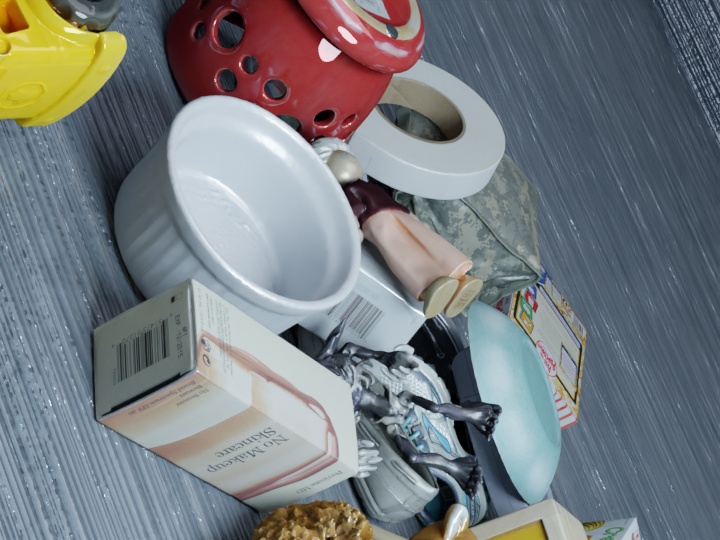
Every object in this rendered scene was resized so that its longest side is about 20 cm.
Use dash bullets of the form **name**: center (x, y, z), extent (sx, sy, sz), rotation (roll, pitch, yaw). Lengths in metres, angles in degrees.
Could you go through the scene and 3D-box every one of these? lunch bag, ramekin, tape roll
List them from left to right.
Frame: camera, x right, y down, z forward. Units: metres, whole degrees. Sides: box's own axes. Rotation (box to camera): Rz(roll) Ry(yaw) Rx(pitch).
- **ramekin**: center (-0.105, -0.034, 1.453), extent (0.200, 0.098, 0.201), rotation (30, 41, -30)
- **tape roll**: center (0.053, -0.153, 1.845), extent (0.202, 0.037, 0.203), rotation (18, 37, -14)
- **lunch bag**: center (0.097, -0.076, 1.923), extent (0.200, 0.117, 0.164), rotation (44, 29, -28)

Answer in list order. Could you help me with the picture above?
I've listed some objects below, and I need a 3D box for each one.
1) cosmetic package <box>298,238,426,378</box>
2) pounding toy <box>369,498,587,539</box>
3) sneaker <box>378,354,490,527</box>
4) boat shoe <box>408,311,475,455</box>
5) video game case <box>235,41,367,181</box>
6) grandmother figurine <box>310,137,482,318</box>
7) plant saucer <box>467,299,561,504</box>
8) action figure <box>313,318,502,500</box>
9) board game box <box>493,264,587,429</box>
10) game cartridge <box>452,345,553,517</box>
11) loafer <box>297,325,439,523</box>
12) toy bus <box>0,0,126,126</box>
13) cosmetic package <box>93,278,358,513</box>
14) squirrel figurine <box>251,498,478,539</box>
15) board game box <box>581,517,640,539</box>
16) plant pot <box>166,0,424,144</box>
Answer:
- **cosmetic package**: center (0.000, 0.000, 1.625), extent (0.113, 0.081, 0.200), rotation (36, 19, -9)
- **pounding toy**: center (0.103, 0.281, 1.505), extent (0.142, 0.183, 0.201), rotation (43, 28, -62)
- **sneaker**: center (0.053, 0.161, 1.635), extent (0.200, 0.077, 0.086), rotation (57, 27, -10)
- **boat shoe**: center (0.069, 0.114, 1.733), extent (0.201, 0.071, 0.068), rotation (69, 22, -1)
- **video game case**: center (-0.052, -0.114, 1.782), extent (0.200, 0.023, 0.183), rotation (39, 32, -41)
- **grandmother figurine**: center (0.021, -0.043, 1.553), extent (0.200, 0.061, 0.121), rotation (47, 15, 24)
- **plant saucer**: center (0.153, 0.119, 1.672), extent (0.201, 0.039, 0.202), rotation (-18, 90, -74)
- **action figure**: center (0.018, 0.115, 1.493), extent (0.199, 0.119, 0.102), rotation (20, -1, -7)
- **board game box**: center (0.202, 0.074, 2.066), extent (0.152, 0.046, 0.200), rotation (54, 25, -18)
- **game cartridge**: center (0.139, 0.165, 1.709), extent (0.133, 0.041, 0.201), rotation (-17, 89, -71)
- **loafer**: center (0.008, 0.124, 1.581), extent (0.070, 0.070, 0.201), rotation (-5, 65, -61)
- **toy bus**: center (-0.295, -0.204, 1.282), extent (0.192, 0.136, 0.201), rotation (-14, 74, -50)
- **cosmetic package**: center (-0.100, 0.100, 1.357), extent (0.200, 0.103, 0.088), rotation (35, 37, -43)
- **squirrel figurine**: center (0.005, 0.237, 1.332), extent (0.200, 0.142, 0.187), rotation (39, 53, 15)
- **board game box**: center (0.186, 0.288, 1.699), extent (0.200, 0.126, 0.035), rotation (-30, 109, -67)
- **plant pot**: center (-0.050, -0.218, 1.664), extent (0.200, 0.182, 0.201), rotation (35, 35, -29)
